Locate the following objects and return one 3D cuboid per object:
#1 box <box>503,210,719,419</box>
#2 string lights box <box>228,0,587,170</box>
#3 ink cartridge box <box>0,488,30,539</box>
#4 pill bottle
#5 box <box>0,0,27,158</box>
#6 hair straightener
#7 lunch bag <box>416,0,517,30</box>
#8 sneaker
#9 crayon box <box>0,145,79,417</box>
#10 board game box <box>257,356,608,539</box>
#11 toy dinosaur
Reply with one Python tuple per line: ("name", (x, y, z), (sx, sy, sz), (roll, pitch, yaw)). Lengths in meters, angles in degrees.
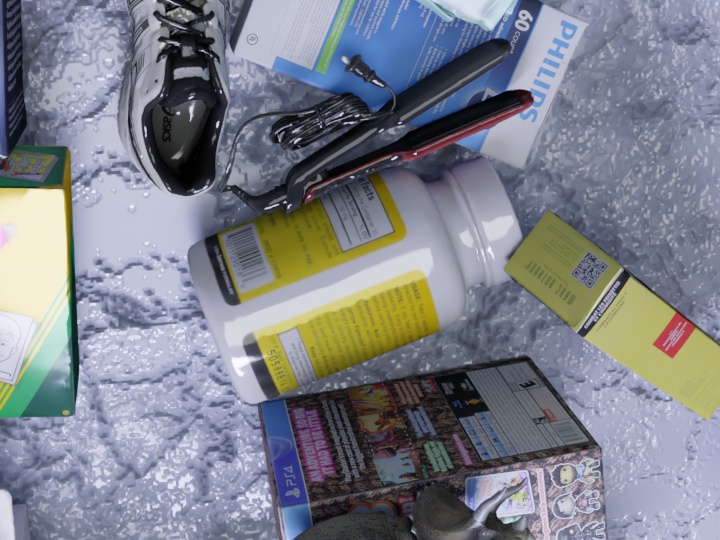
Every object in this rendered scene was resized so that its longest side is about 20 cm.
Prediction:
("box", (0.177, 0.034, 0.812), (0.050, 0.075, 0.200), (-52, 136, 6))
("string lights box", (0.029, -0.149, 0.788), (0.199, 0.059, 0.103), (20, 102, -14))
("ink cartridge box", (-0.278, 0.228, 0.843), (0.116, 0.068, 0.201), (-4, 107, -9))
("pill bottle", (0.000, 0.000, 0.799), (0.199, 0.111, 0.112), (-21, 108, -2))
("box", (-0.294, -0.171, 0.697), (0.199, 0.123, 0.199), (0, 105, -10))
("hair straightener", (0.000, -0.095, 0.756), (0.199, 0.041, 0.077), (-22, 113, 8))
("lunch bag", (0.037, -0.254, 0.706), (0.170, 0.122, 0.201), (23, 80, -14))
("sneaker", (-0.101, -0.137, 0.733), (0.075, 0.088, 0.201), (-9, 123, -19))
("crayon box", (-0.275, 0.009, 0.757), (0.199, 0.058, 0.173), (0, 126, -9))
("board game box", (0.042, 0.143, 0.823), (0.199, 0.159, 0.097), (-9, 108, -6))
("toy dinosaur", (0.001, 0.176, 0.715), (0.199, 0.077, 0.103), (-9, 97, -1))
